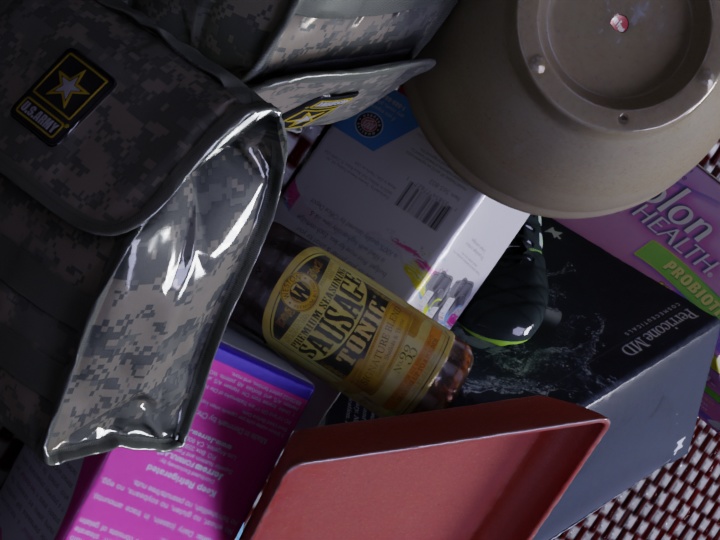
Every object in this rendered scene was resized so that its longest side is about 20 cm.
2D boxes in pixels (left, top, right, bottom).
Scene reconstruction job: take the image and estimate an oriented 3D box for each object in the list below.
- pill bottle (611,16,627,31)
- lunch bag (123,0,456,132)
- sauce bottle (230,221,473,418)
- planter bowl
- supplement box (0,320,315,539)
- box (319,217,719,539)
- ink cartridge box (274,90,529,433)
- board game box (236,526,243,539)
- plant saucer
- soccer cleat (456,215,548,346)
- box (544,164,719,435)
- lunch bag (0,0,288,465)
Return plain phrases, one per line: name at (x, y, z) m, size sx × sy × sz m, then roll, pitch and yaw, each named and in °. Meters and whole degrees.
pill bottle at (0.138, -0.207, 1.449) m, size 0.200 × 0.113 × 0.113 m, roll -54°, pitch 150°, yaw -5°
lunch bag at (-0.030, -0.149, 1.252) m, size 0.164 × 0.117 × 0.200 m, roll -13°, pitch 135°, yaw -53°
sauce bottle at (-0.033, 0.018, 1.350) m, size 0.066 × 0.200 × 0.066 m, roll -57°, pitch -171°, yaw 14°
planter bowl at (0.129, -0.131, 1.324) m, size 0.200 × 0.200 × 0.135 m, roll -53°, pitch -174°, yaw -5°
supplement box at (-0.127, 0.117, 1.350) m, size 0.103 × 0.101 × 0.200 m, roll 27°, pitch 95°, yaw -30°
box at (0.088, 0.063, 1.548) m, size 0.196 × 0.200 × 0.118 m, roll -27°, pitch 139°, yaw -41°
ink cartridge box at (0.000, 0.000, 1.445) m, size 0.200 × 0.115 × 0.068 m, roll -54°, pitch 149°, yaw -2°
board game box at (-0.157, 0.212, 1.500) m, size 0.200 × 0.034 × 0.135 m, roll -24°, pitch 137°, yaw -42°
plant saucer at (0.017, 0.136, 1.368) m, size 0.199 × 0.037 × 0.200 m, roll -6°, pitch 146°, yaw -26°
soccer cleat at (0.084, -0.032, 1.506) m, size 0.200 × 0.067 × 0.081 m, roll -89°, pitch -175°, yaw -53°
box at (0.221, 0.007, 1.675) m, size 0.097 × 0.176 × 0.200 m, roll -45°, pitch 157°, yaw -8°
lunch bag at (-0.136, -0.032, 1.171) m, size 0.117 × 0.164 × 0.201 m, roll -2°, pitch 120°, yaw -51°
